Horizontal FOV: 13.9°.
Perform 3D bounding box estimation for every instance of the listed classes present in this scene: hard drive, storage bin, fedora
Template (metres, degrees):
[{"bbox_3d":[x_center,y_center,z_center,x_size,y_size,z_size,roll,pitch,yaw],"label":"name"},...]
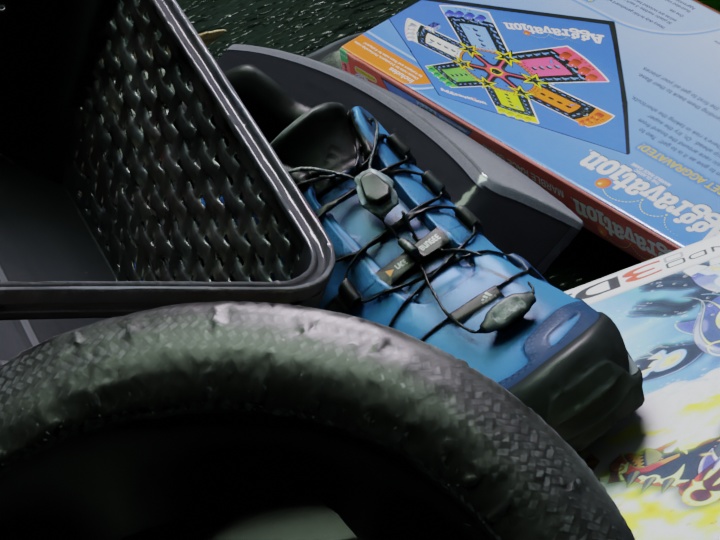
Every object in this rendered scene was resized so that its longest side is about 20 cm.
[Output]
[{"bbox_3d":[-0.025,-0.009,0.989,0.135,0.042,0.200,-48,33,-7],"label":"hard drive"},{"bbox_3d":[-0.109,-0.019,0.819,0.135,0.094,0.200,0,38,-30],"label":"storage bin"},{"bbox_3d":[-0.019,0.101,0.676,0.200,0.201,0.092,-17,-12,15],"label":"fedora"}]

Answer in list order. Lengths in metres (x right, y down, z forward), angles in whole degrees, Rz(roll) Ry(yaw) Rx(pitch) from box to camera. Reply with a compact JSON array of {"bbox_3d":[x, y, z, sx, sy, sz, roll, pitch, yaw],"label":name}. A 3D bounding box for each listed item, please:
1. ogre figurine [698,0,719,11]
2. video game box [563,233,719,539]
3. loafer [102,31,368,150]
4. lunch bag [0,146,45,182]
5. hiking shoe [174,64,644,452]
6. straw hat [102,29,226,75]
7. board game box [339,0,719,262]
[{"bbox_3d":[0.156,-0.153,1.194,0.120,0.098,0.200,-15,27,-39],"label":"ogre figurine"},{"bbox_3d":[0.105,0.045,0.803,0.182,0.047,0.200,-23,20,6],"label":"video game box"},{"bbox_3d":[-0.003,-0.046,1.113,0.200,0.073,0.072,0,-18,15],"label":"loafer"},{"bbox_3d":[-0.182,0.003,0.970,0.132,0.200,0.136,-35,-16,-30],"label":"lunch bag"},{"bbox_3d":[0.000,0.000,0.824,0.074,0.087,0.200,-35,30,-20],"label":"hiking shoe"},{"bbox_3d":[-0.132,-0.036,1.197,0.201,0.085,0.201,-14,5,1],"label":"straw hat"},{"bbox_3d":[0.094,-0.056,1.011,0.103,0.019,0.200,-31,42,-25],"label":"board game box"}]
